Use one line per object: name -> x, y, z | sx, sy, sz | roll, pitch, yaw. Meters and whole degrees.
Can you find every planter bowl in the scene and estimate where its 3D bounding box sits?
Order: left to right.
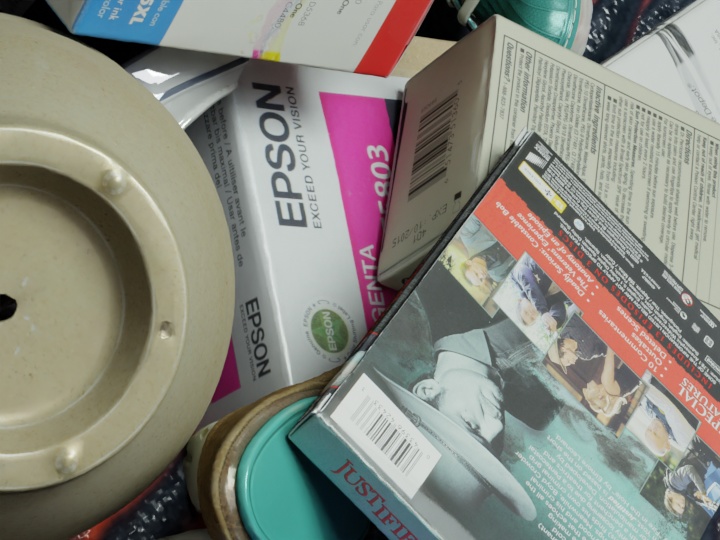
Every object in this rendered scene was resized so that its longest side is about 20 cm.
planter bowl -> -0.129, 0.009, 0.930 | 0.200, 0.135, 0.201 | -1, 94, -17

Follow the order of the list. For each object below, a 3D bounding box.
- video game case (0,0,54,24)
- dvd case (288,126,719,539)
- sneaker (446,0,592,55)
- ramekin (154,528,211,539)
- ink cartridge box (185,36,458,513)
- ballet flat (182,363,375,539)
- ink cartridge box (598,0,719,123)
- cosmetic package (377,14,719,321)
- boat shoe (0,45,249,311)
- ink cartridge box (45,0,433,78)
video game case -> -0.209, -0.138, 1.074 | 0.181, 0.025, 0.200 | 44, 49, -13
dvd case -> 0.070, 0.050, 0.987 | 0.146, 0.022, 0.200 | 45, 40, -6
sneaker -> 0.041, -0.161, 1.249 | 0.080, 0.071, 0.200 | 6, 45, -30
ramekin -> -0.057, 0.190, 0.984 | 0.200, 0.098, 0.201 | 18, 58, -31
ink cartridge box -> 0.000, 0.000, 1.142 | 0.164, 0.075, 0.201 | 4, 67, -39
ballet flat -> -0.018, 0.065, 0.986 | 0.200, 0.072, 0.068 | -28, 110, -57
ink cartridge box -> 0.153, -0.037, 1.278 | 0.200, 0.086, 0.147 | -34, 92, -42
cosmetic package -> 0.112, -0.014, 1.131 | 0.200, 0.071, 0.105 | 25, 57, -24
boat shoe -> -0.115, -0.025, 1.047 | 0.200, 0.074, 0.065 | -36, 97, -19
ink cartridge box -> -0.045, -0.138, 1.059 | 0.200, 0.067, 0.116 | 5, 35, -43
